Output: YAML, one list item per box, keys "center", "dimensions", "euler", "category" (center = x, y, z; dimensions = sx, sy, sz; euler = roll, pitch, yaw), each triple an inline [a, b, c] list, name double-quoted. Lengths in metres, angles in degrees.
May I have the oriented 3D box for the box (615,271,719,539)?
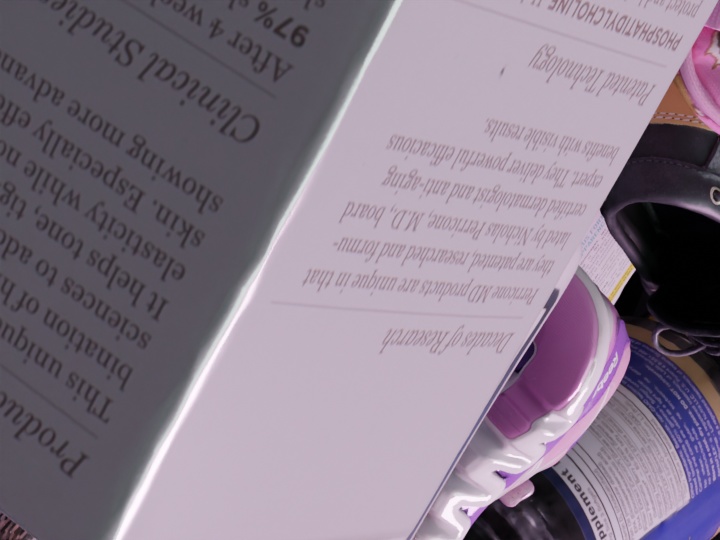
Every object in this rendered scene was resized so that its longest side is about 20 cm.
- center: [0.173, 0.108, 1.191]
  dimensions: [0.050, 0.199, 0.200]
  euler: [-3, 127, -36]
  category: "box"

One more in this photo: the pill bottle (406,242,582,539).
- center: [0.000, 0.000, 0.833]
  dimensions: [0.200, 0.120, 0.120]
  euler: [-59, 156, 6]
  category: "pill bottle"

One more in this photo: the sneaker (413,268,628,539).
- center: [0.025, 0.068, 0.949]
  dimensions: [0.200, 0.081, 0.088]
  euler: [-44, 164, 21]
  category: "sneaker"

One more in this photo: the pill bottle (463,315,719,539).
- center: [0.070, 0.104, 1.103]
  dimensions: [0.200, 0.112, 0.112]
  euler: [-31, 145, -44]
  category: "pill bottle"

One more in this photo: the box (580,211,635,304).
- center: [0.065, -0.038, 0.993]
  dimensions: [0.082, 0.049, 0.200]
  euler: [-55, 156, -2]
  category: "box"

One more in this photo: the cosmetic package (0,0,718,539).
- center: [-0.038, -0.057, 0.632]
  dimensions: [0.200, 0.167, 0.166]
  euler: [-61, 156, 12]
  category: "cosmetic package"

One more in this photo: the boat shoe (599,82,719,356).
- center: [0.131, 0.002, 0.921]
  dimensions: [0.200, 0.074, 0.062]
  euler: [53, 44, -49]
  category: "boat shoe"

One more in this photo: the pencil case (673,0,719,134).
- center: [0.104, -0.101, 0.818]
  dimensions: [0.083, 0.200, 0.087]
  euler: [-21, 113, -4]
  category: "pencil case"
